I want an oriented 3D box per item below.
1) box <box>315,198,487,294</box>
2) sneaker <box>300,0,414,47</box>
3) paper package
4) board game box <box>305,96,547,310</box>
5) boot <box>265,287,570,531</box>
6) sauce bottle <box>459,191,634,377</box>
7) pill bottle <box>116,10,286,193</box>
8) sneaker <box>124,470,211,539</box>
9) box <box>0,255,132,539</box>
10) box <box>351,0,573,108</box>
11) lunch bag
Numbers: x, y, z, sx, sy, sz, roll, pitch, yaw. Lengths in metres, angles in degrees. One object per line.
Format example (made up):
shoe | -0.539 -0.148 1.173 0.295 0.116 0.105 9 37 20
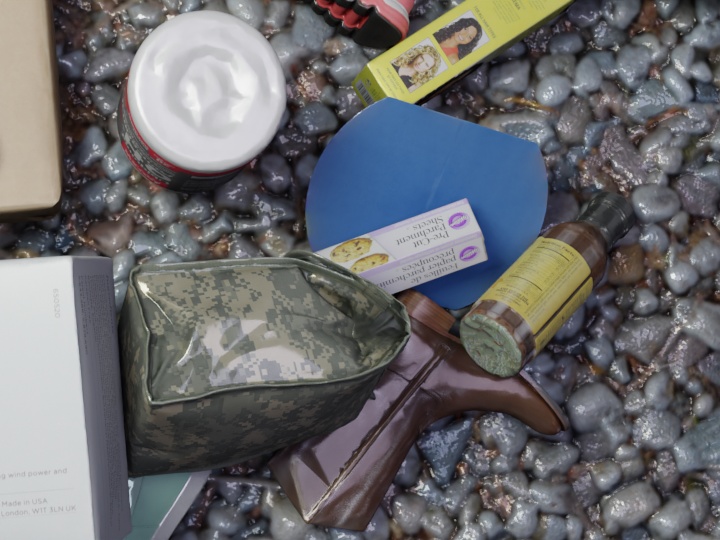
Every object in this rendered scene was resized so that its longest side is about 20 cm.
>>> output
box | 0.000 0.000 1.163 0.198 0.039 0.042 -19 49 1
sneaker | -0.038 -0.263 1.192 0.199 0.074 0.087 32 67 -13
paper package | -0.319 -0.133 1.094 0.189 0.103 0.202 -5 89 -12
board game box | 0.050 -0.058 1.195 0.198 0.039 0.159 15 113 -18
boot | 0.045 0.143 1.183 0.186 0.064 0.201 36 79 0
sauce bottle | 0.157 0.006 1.188 0.200 0.065 0.065 -41 97 -37
pill bottle | -0.123 -0.116 1.087 0.110 0.200 0.112 1 86 -12
sneaker | -0.210 0.194 1.114 0.118 0.074 0.201 36 70 -15
box | -0.265 0.096 0.986 0.197 0.131 0.202 -5 90 2
box | 0.090 -0.192 1.206 0.199 0.075 0.050 -35 91 -11
lunch bag | -0.072 0.066 1.064 0.198 0.164 0.119 -4 66 -17
